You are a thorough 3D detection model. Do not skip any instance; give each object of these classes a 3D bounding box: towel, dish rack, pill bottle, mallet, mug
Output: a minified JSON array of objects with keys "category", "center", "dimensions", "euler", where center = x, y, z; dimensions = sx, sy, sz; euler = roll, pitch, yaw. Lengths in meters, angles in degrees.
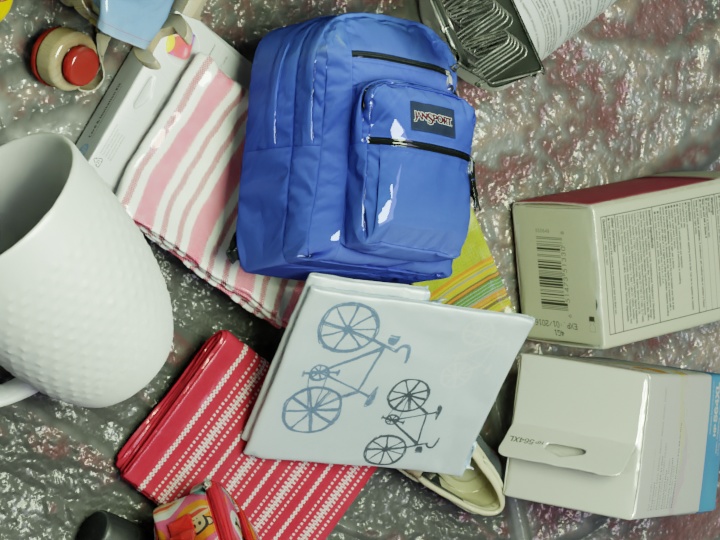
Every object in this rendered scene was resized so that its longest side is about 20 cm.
[{"category":"towel","center":[-0.088,-0.059,1.699],"dimensions":[0.200,0.030,0.147],"euler":[36,73,-31]},{"category":"dish rack","center":[0.077,-0.217,1.659],"dimensions":[0.054,0.200,0.154],"euler":[-26,84,11]},{"category":"towel","center":[-0.089,0.155,1.760],"dimensions":[0.200,0.022,0.145],"euler":[41,83,-31]},{"category":"pill bottle","center":[0.155,-0.251,1.844],"dimensions":[0.200,0.113,0.114],"euler":[-39,115,-25]},{"category":"towel","center":[0.073,-0.017,1.870],"dimensions":[0.086,0.018,0.201],"euler":[-35,113,-28]},{"category":"mallet","center":[-0.216,0.289,1.697],"dimensions":[0.066,0.041,0.201],"euler":[23,87,-36]},{"category":"mug","center":[-0.243,0.026,1.596],"dimensions":[0.199,0.148,0.176],"euler":[-33,124,5]}]

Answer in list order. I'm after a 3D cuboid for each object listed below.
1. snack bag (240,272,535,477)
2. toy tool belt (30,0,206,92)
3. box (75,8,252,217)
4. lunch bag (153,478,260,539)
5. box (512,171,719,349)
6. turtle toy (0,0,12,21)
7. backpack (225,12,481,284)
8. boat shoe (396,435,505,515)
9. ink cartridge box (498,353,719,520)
[{"category":"snack bag","center":[0.024,0.085,1.714],"dimensions":[0.199,0.021,0.189],"euler":[7,129,-19]},{"category":"toy tool belt","center":[-0.166,-0.215,1.595],"dimensions":[0.125,0.123,0.201],"euler":[14,99,-50]},{"category":"box","center":[-0.118,-0.090,1.717],"dimensions":[0.200,0.041,0.156],"euler":[38,73,-33]},{"category":"lunch bag","center":[-0.101,0.263,1.657],"dimensions":[0.082,0.200,0.177],"euler":[-24,132,2]},{"category":"box","center":[0.246,-0.013,1.928],"dimensions":[0.199,0.109,0.129],"euler":[-11,99,-36]},{"category":"turtle toy","center":[-0.291,-0.234,1.546],"dimensions":[0.145,0.101,0.201],"euler":[30,78,-33]},{"category":"backpack","center":[0.008,-0.097,1.654],"dimensions":[0.162,0.167,0.201],"euler":[9,78,-42]},{"category":"boat shoe","center":[0.055,0.145,1.823],"dimensions":[0.071,0.063,0.200],"euler":[-38,134,14]},{"category":"ink cartridge box","center":[0.219,0.142,1.879],"dimensions":[0.200,0.128,0.126],"euler":[7,90,-59]}]
